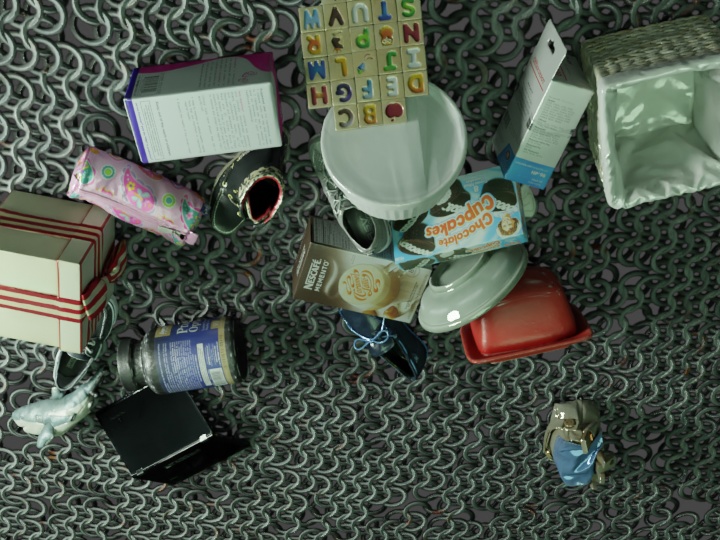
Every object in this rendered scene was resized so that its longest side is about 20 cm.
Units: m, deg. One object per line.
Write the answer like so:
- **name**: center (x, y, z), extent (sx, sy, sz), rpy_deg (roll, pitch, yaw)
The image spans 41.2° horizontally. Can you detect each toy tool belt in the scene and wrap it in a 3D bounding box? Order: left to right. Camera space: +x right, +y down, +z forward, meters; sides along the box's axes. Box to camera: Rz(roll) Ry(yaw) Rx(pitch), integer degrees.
- **toy tool belt**: center (0.402, 0.343, 1.761), extent (0.123, 0.123, 0.202), rpy_deg (-10, 126, 4)

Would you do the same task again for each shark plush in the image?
- **shark plush**: center (-0.517, 0.230, 1.660), extent (0.199, 0.091, 0.084), rpy_deg (-36, 90, 26)

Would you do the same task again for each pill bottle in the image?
- **pill bottle**: center (-0.292, 0.143, 1.579), extent (0.197, 0.112, 0.113), rpy_deg (-8, 126, 2)

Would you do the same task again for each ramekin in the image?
- **ramekin**: center (0.048, -0.163, 1.336), extent (0.200, 0.205, 0.094), rpy_deg (-7, 161, 2)

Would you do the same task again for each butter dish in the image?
- **butter dish**: center (0.249, 0.046, 1.523), extent (0.198, 0.200, 0.150), rpy_deg (-13, 103, 5)

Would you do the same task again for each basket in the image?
- **basket**: center (0.415, -0.223, 1.330), extent (0.198, 0.162, 0.200), rpy_deg (-12, 126, 5)

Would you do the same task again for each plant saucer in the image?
- **plant saucer**: center (0.161, 0.009, 1.464), extent (0.199, 0.201, 0.050), rpy_deg (-33, 110, 19)

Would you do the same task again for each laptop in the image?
- **laptop**: center (-0.340, 0.292, 1.748), extent (0.186, 0.117, 0.200), rpy_deg (-28, 152, 17)

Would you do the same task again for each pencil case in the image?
- **pencil case**: center (-0.327, -0.107, 1.414), extent (0.199, 0.088, 0.088), rpy_deg (26, 121, -20)

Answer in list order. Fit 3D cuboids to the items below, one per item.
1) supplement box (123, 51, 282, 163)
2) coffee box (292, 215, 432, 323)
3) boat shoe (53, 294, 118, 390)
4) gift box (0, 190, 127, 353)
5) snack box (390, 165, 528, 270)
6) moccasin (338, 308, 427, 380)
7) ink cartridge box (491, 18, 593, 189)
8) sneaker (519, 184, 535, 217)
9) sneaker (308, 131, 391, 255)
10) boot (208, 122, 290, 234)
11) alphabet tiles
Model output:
- **supplement box**: center (-0.211, -0.227, 1.324), extent (0.197, 0.102, 0.104), rpy_deg (-7, 127, 2)
- **coffee box**: center (0.000, 0.000, 1.514), extent (0.198, 0.080, 0.115), rpy_deg (12, 124, -12)
- **boat shoe**: center (-0.458, 0.117, 1.577), extent (0.071, 0.068, 0.201), rpy_deg (25, 120, -21)
- **gift box**: center (-0.456, 0.008, 1.437), extent (0.184, 0.185, 0.202), rpy_deg (10, 129, 0)
- **snack box**: center (0.143, -0.079, 1.424), extent (0.198, 0.118, 0.037), rpy_deg (-14, 157, 19)
- **moccasin**: center (0.042, 0.112, 1.594), extent (0.199, 0.069, 0.080), rpy_deg (36, 139, -24)
- **ink cartridge box**: center (0.260, -0.232, 1.341), extent (0.067, 0.117, 0.201), rpy_deg (13, 125, -13)
- **sneaker**: center (0.180, -0.075, 1.482), extent (0.199, 0.076, 0.081), rpy_deg (-27, 132, 16)
- **sneaker**: center (-0.014, -0.113, 1.407), extent (0.074, 0.082, 0.201), rpy_deg (-29, 98, 16)
- **boot**: center (-0.167, -0.104, 1.382), extent (0.073, 0.154, 0.204), rpy_deg (25, 121, -20)
- **alphabet tiles**: center (0.005, -0.294, 1.286), extent (0.164, 0.006, 0.203), rpy_deg (-6, 96, 1)
